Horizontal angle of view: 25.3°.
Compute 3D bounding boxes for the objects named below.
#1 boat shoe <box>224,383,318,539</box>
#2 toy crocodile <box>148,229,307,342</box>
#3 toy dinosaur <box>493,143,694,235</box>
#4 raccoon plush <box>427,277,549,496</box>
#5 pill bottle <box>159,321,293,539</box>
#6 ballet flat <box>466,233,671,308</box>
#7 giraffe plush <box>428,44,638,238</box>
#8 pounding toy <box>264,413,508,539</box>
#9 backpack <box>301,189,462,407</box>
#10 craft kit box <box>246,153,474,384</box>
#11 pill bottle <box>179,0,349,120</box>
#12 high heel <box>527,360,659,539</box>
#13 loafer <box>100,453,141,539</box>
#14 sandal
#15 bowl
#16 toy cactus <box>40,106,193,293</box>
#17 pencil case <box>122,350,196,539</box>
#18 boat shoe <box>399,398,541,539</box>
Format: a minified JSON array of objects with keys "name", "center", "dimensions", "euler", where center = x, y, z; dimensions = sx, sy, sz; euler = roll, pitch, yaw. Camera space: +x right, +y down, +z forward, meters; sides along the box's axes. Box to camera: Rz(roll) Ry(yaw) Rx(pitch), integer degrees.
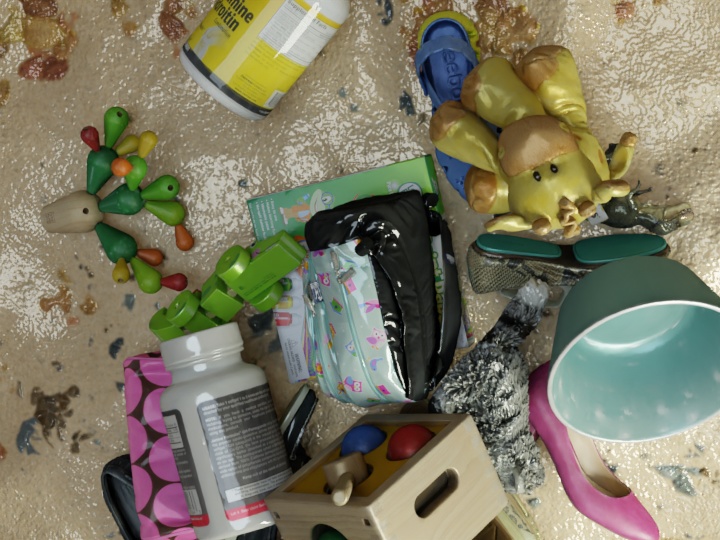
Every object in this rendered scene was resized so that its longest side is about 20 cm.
[{"name":"boat shoe","center":[-0.078,0.217,1.676],"dimensions":[0.066,0.075,0.200],"euler":[25,97,0]},{"name":"toy crocodile","center":[-0.138,0.022,1.644],"dimensions":[0.067,0.062,0.200],"euler":[37,119,-27]},{"name":"toy dinosaur","center":[0.228,-0.084,1.581],"dimensions":[0.199,0.047,0.089],"euler":[6,103,18]},{"name":"raccoon plush","center":[0.154,0.125,1.550],"dimensions":[0.134,0.097,0.200],"euler":[41,123,17]},{"name":"pill bottle","center":[-0.136,0.158,1.593],"dimensions":[0.110,0.111,0.201],"euler":[-15,89,15]},{"name":"ballet flat","center":[0.204,0.002,1.586],"dimensions":[0.199,0.068,0.076],"euler":[0,116,2]},{"name":"giraffe plush","center":[0.164,-0.095,1.470],"dimensions":[0.200,0.162,0.173],"euler":[42,108,-9]},{"name":"pounding toy","center":[0.012,0.212,1.508],"dimensions":[0.184,0.200,0.143],"euler":[-6,114,49]},{"name":"backpack","center":[0.016,0.032,1.559],"dimensions":[0.126,0.167,0.201],"euler":[-5,99,33]},{"name":"craft kit box","center":[0.000,0.000,1.648],"dimensions":[0.197,0.049,0.201],"euler":[-13,93,12]},{"name":"pill bottle","center":[-0.082,-0.257,1.602],"dimensions":[0.112,0.112,0.200],"euler":[42,103,6]},{"name":"high heel","center":[0.235,0.182,1.600],"dimensions":[0.200,0.067,0.096],"euler":[42,114,19]},{"name":"loafer","center":[-0.219,0.292,1.719],"dimensions":[0.068,0.070,0.201],"euler":[-31,89,18]},{"name":"sandal","center":[0.097,-0.157,1.585],"dimensions":[0.079,0.087,0.201],"euler":[-19,93,13]},{"name":"bowl","center":[0.267,0.063,1.534],"dimensions":[0.200,0.105,0.201],"euler":[-5,134,-5]},{"name":"toy cactus","center":[-0.265,-0.064,1.687],"dimensions":[0.164,0.102,0.201],"euler":[-12,103,25]},{"name":"pencil case","center":[-0.193,0.181,1.675],"dimensions":[0.093,0.091,0.201],"euler":[-13,79,16]},{"name":"boat shoe","center":[0.110,0.214,1.643],"dimensions":[0.073,0.063,0.201],"euler":[-35,84,41]}]
